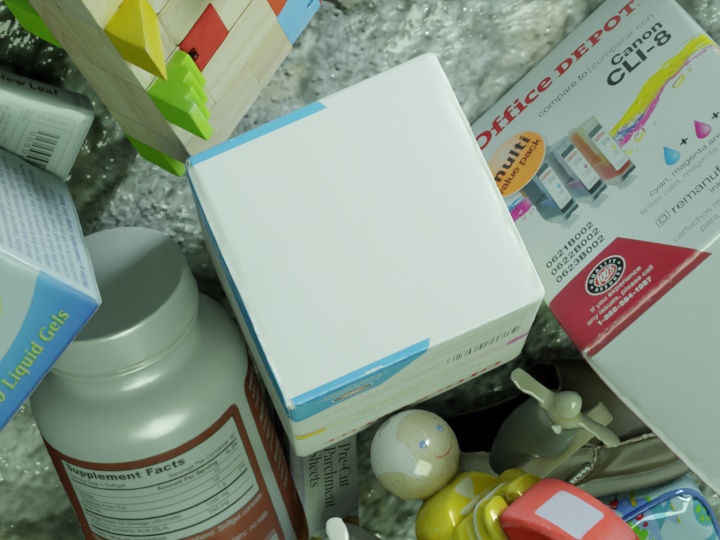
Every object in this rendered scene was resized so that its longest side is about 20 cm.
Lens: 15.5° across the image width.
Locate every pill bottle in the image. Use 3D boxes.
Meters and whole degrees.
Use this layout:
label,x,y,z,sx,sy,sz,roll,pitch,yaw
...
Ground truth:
label,x,y,z,sx,sy,sz,roll,pitch,yaw
pill bottle,-0.100,0.081,1.325,0.112,0.112,0.201,-22,128,-7

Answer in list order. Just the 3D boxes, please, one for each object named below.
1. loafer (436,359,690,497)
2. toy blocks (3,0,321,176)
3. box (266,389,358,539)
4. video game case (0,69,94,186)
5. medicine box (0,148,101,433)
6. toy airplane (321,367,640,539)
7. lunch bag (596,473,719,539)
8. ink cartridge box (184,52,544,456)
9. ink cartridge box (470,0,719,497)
label,x,y,z,sx,sy,sz,roll,pitch,yaw
loafer,0.125,0.082,1.444,0.199,0.073,0.071,-25,128,-6
toy blocks,-0.076,-0.143,1.183,0.137,0.100,0.200,-55,150,-14
box,-0.024,0.145,1.446,0.041,0.039,0.201,-12,126,-16
video game case,-0.244,-0.019,1.234,0.181,0.022,0.201,15,118,-26
medicine box,-0.251,0.012,1.175,0.199,0.103,0.182,28,111,-32
toy airplane,0.041,0.133,1.329,0.198,0.200,0.142,-24,104,10
lunch bag,0.137,0.198,1.523,0.160,0.083,0.201,-27,129,-5
ink cartridge box,0.000,0.000,1.263,0.128,0.126,0.200,-24,171,-5
ink cartridge box,0.162,-0.020,1.311,0.145,0.200,0.145,-42,126,8
